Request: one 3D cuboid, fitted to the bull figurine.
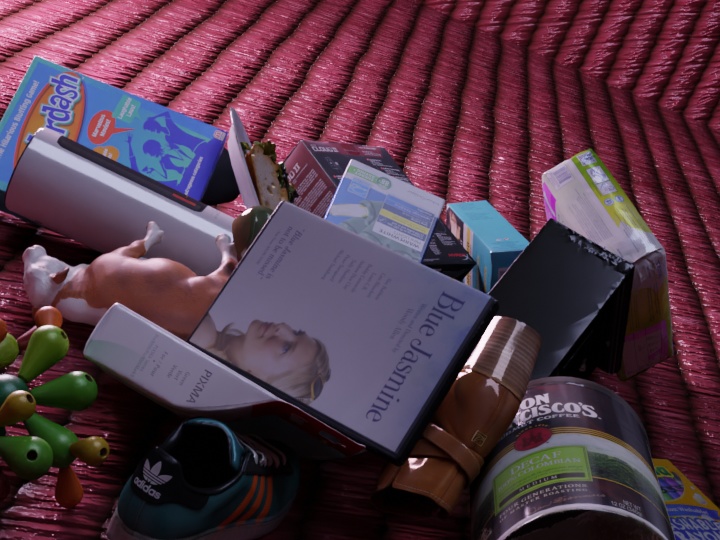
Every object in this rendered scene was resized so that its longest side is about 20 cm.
[{"bbox_3d":[-0.173,0.013,1.162,0.200,0.065,0.121,16,37,13],"label":"bull figurine"}]

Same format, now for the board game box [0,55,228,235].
[{"bbox_3d":[-0.244,-0.099,1.345,0.200,0.045,0.152,21,61,-5],"label":"board game box"}]

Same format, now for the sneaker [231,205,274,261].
[{"bbox_3d":[-0.023,0.020,1.129,0.067,0.090,0.200,5,54,-57],"label":"sneaker"}]

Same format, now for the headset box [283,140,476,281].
[{"bbox_3d":[0.005,-0.054,1.497,0.149,0.075,0.200,-2,49,-53],"label":"headset box"}]

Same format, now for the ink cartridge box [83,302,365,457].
[{"bbox_3d":[-0.099,0.099,1.037,0.200,0.050,0.161,32,-10,1],"label":"ink cartridge box"}]

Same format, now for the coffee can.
[{"bbox_3d":[0.152,0.186,1.037,0.146,0.147,0.200,21,21,-6],"label":"coffee can"}]

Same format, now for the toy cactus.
[{"bbox_3d":[-0.258,0.094,0.943,0.165,0.102,0.200,-5,32,-18],"label":"toy cactus"}]

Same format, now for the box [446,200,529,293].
[{"bbox_3d":[0.139,-0.012,1.552,0.049,0.082,0.200,-4,17,-9],"label":"box"}]

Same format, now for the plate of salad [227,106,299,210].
[{"bbox_3d":[-0.083,-0.066,1.377,0.048,0.200,0.200,-20,26,1],"label":"plate of salad"}]

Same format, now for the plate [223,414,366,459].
[{"bbox_3d":[-0.051,0.072,1.185,0.200,0.026,0.200,11,42,-10],"label":"plate"}]

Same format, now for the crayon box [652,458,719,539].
[{"bbox_3d":[0.248,0.216,1.202,0.126,0.052,0.200,8,25,-36],"label":"crayon box"}]

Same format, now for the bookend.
[{"bbox_3d":[0.154,0.093,1.313,0.092,0.199,0.200,32,66,23],"label":"bookend"}]

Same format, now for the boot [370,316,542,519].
[{"bbox_3d":[0.055,0.121,1.097,0.077,0.155,0.200,37,-22,-20],"label":"boot"}]

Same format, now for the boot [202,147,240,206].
[{"bbox_3d":[-0.233,-0.117,1.469,0.200,0.077,0.168,34,25,8],"label":"boot"}]

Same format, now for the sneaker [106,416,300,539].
[{"bbox_3d":[-0.091,0.139,0.983,0.071,0.080,0.200,30,19,20],"label":"sneaker"}]

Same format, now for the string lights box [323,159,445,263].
[{"bbox_3d":[0.000,0.000,1.331,0.103,0.059,0.200,23,51,-1],"label":"string lights box"}]

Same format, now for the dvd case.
[{"bbox_3d":[-0.016,0.042,1.063,0.200,0.143,0.018,25,-18,25],"label":"dvd case"}]

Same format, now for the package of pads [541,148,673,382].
[{"bbox_3d":[0.247,0.001,1.419,0.068,0.200,0.155,-25,51,-4],"label":"package of pads"}]

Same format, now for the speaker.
[{"bbox_3d":[-0.206,-0.048,1.260,0.200,0.081,0.081,26,20,-2],"label":"speaker"}]
